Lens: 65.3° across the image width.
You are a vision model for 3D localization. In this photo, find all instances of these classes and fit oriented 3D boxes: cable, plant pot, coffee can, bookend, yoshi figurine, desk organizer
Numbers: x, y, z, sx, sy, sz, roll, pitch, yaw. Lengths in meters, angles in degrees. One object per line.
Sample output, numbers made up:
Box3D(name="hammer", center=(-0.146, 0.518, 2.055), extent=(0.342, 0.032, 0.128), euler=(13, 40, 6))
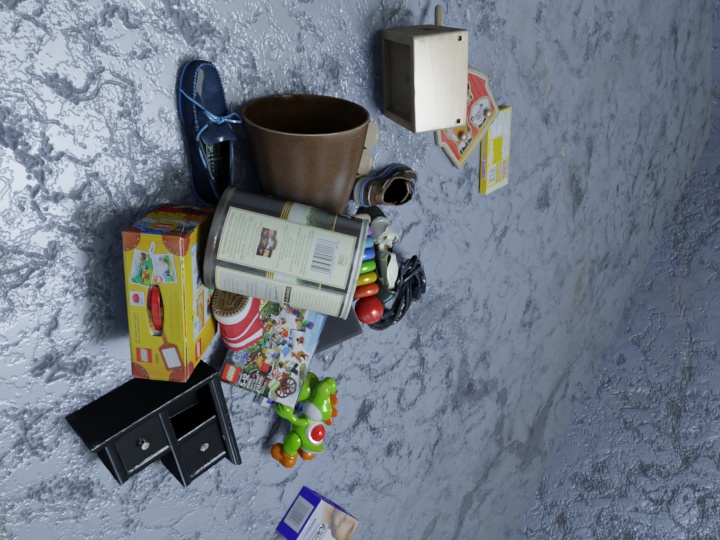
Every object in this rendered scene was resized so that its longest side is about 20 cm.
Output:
Box3D(name="cable", center=(0.076, 0.049, 1.212), extent=(0.163, 0.051, 0.200), euler=(-38, 156, -16))
Box3D(name="plant pot", center=(-0.084, -0.146, 0.871), extent=(0.186, 0.186, 0.201), euler=(-27, 134, -39))
Box3D(name="coffee can", center=(-0.101, -0.024, 0.788), extent=(0.146, 0.199, 0.147), euler=(-166, -90, -86))
Box3D(name="bookend", center=(-0.305, 0.263, 0.863), extent=(0.200, 0.092, 0.200), euler=(-29, 127, -37))
Box3D(name="yoshi figurine", center=(-0.110, 0.271, 1.074), extent=(0.111, 0.113, 0.201), euler=(19, 114, -11))
Box3D(name="desk organizer", center=(-0.099, 0.118, 1.002), extent=(0.199, 0.077, 0.072), euler=(-24, 86, -3))

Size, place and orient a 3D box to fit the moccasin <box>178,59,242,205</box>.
Box3D(name="moccasin", center=(-0.202, -0.192, 0.796), extent=(0.080, 0.068, 0.201), euler=(-27, 125, -39))

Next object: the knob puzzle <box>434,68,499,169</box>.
Box3D(name="knob puzzle", center=(0.231, -0.351, 1.236), extent=(0.219, 0.030, 0.221), euler=(-18, 120, -35))

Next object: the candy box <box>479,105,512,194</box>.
Box3D(name="candy box", center=(0.336, -0.298, 1.397), extent=(0.102, 0.026, 0.201), euler=(-29, 126, -39))

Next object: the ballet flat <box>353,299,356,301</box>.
Box3D(name="ballet flat", center=(-0.024, 0.032, 1.106), extent=(0.200, 0.072, 0.072), euler=(-32, 129, -37))

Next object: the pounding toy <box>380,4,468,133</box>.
Box3D(name="pounding toy", center=(0.122, -0.369, 1.013), extent=(0.141, 0.200, 0.185), euler=(-12, 119, -14))

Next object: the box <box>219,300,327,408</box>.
Box3D(name="box", center=(-0.139, 0.111, 0.944), extent=(0.038, 0.136, 0.201), euler=(100, 9, -85))

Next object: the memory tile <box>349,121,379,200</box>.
Box3D(name="memory tile", center=(-0.046, -0.207, 1.011), extent=(0.199, 0.017, 0.154), euler=(1, 106, -50))

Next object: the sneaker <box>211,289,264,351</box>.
Box3D(name="sneaker", center=(-0.178, 0.035, 0.897), extent=(0.201, 0.071, 0.113), euler=(-73, 168, -46))

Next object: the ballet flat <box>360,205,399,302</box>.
Box3D(name="ballet flat", center=(0.046, -0.040, 1.087), extent=(0.068, 0.068, 0.201), euler=(-3, 82, -36))

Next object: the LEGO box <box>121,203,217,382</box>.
Box3D(name="LEGO box", center=(-0.253, 0.025, 0.769), extent=(0.149, 0.077, 0.201), euler=(-83, 177, -70))

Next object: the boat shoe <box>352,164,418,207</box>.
Box3D(name="boat shoe", center=(0.068, -0.158, 1.105), extent=(0.200, 0.072, 0.073), euler=(-31, 130, -48))

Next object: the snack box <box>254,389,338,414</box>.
Box3D(name="snack box", center=(-0.123, 0.249, 1.119), extent=(0.200, 0.024, 0.072), euler=(33, 83, -50))

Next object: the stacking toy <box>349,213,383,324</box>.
Box3D(name="stacking toy", center=(0.000, 0.000, 1.043), extent=(0.085, 0.085, 0.201), euler=(-15, 92, -44))

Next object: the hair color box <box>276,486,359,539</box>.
Box3D(name="hair color box", center=(-0.091, 0.579, 1.274), extent=(0.110, 0.065, 0.200), euler=(-55, 141, -17))
